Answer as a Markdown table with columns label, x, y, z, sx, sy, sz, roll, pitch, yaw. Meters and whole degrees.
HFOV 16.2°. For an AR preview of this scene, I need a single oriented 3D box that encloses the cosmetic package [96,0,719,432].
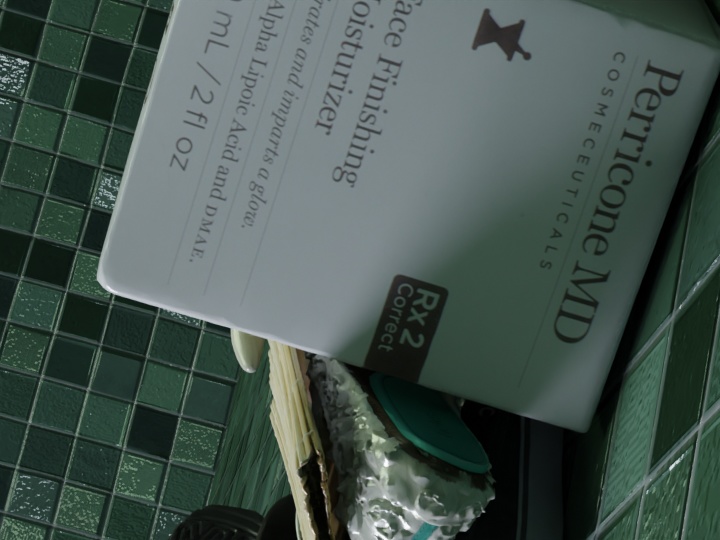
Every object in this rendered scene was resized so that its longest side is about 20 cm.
| label | x | y | z | sx | sy | sz | roll | pitch | yaw |
| --- | --- | --- | --- | --- | --- | --- | --- | --- | --- |
| cosmetic package | 0.018 | -0.064 | 0.994 | 0.165 | 0.199 | 0.166 | -88 | 15 | -70 |

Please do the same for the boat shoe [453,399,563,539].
| label | x | y | z | sx | sy | sz | roll | pitch | yaw |
| --- | --- | --- | --- | --- | --- | --- | --- | --- | --- |
| boat shoe | 0.048 | 0.087 | 1.028 | 0.200 | 0.056 | 0.069 | -87 | 13 | -64 |

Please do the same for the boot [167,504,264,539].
| label | x | y | z | sx | sy | sz | roll | pitch | yaw |
| --- | --- | --- | --- | --- | --- | --- | --- | --- | --- |
| boot | -0.097 | 0.248 | 1.323 | 0.165 | 0.065 | 0.201 | -37 | -43 | -47 |

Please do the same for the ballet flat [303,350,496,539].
| label | x | y | z | sx | sy | sz | roll | pitch | yaw |
| --- | --- | --- | --- | --- | --- | --- | --- | --- | --- |
| ballet flat | 0.005 | 0.059 | 0.995 | 0.200 | 0.071 | 0.072 | -104 | 29 | -69 |

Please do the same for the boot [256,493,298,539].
| label | x | y | z | sx | sy | sz | roll | pitch | yaw |
| --- | --- | --- | --- | --- | --- | --- | --- | --- | --- |
| boot | -0.045 | 0.223 | 1.224 | 0.175 | 0.069 | 0.201 | 100 | -169 | -48 |

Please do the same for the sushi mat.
| label | x | y | z | sx | sy | sz | roll | pitch | yaw |
| --- | --- | --- | --- | --- | --- | --- | --- | --- | --- |
| sushi mat | -0.026 | 0.066 | 1.011 | 0.200 | 0.012 | 0.096 | -108 | 10 | -65 |

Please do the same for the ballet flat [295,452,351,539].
| label | x | y | z | sx | sy | sz | roll | pitch | yaw |
| --- | --- | --- | --- | --- | --- | --- | --- | --- | --- |
| ballet flat | 0.003 | 0.123 | 1.053 | 0.063 | 0.068 | 0.201 | -42 | 27 | 27 |

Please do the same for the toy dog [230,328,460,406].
| label | x | y | z | sx | sy | sz | roll | pitch | yaw |
| --- | --- | --- | --- | --- | --- | --- | --- | --- | --- |
| toy dog | 0.000 | 0.000 | 1.252 | 0.194 | 0.139 | 0.200 | -43 | 37 | 14 |
